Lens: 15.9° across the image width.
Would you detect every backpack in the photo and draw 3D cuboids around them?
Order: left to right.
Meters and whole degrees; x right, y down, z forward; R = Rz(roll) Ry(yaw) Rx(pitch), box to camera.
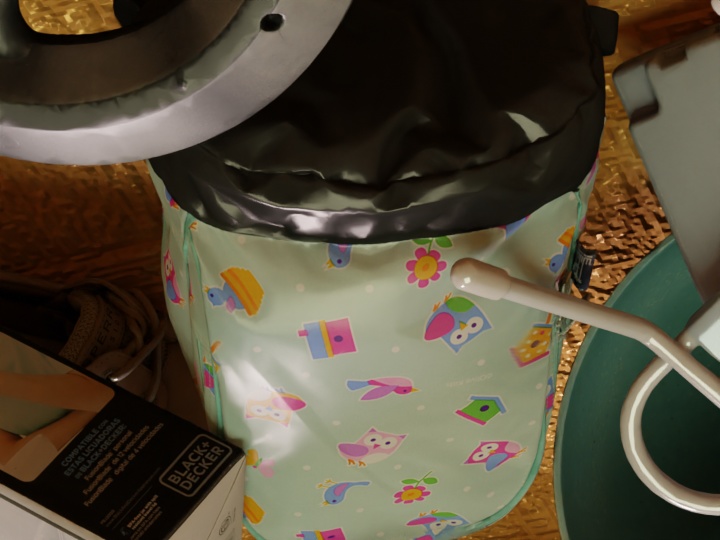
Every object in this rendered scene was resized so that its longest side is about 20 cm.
[{"bbox_3d":[0.000,0.000,0.853,0.166,0.127,0.200,0,140,0],"label":"backpack"}]

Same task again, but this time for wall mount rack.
[{"bbox_3d":[0.134,0.000,0.781,0.174,0.075,0.200,39,113,-10],"label":"wall mount rack"}]

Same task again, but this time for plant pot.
[{"bbox_3d":[0.183,0.073,0.928,0.200,0.201,0.135,-15,171,18],"label":"plant pot"}]

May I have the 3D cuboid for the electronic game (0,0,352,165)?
[{"bbox_3d":[-0.091,-0.121,0.718,0.199,0.042,0.201,5,119,9],"label":"electronic game"}]

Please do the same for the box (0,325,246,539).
[{"bbox_3d":[-0.139,0.074,0.876,0.200,0.060,0.117,27,137,19],"label":"box"}]

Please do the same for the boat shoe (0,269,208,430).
[{"bbox_3d":[-0.100,0.040,0.953,0.199,0.071,0.065,10,142,-12],"label":"boat shoe"}]

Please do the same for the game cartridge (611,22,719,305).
[{"bbox_3d":[0.195,-0.040,0.819,0.200,0.042,0.133,-20,103,22],"label":"game cartridge"}]
